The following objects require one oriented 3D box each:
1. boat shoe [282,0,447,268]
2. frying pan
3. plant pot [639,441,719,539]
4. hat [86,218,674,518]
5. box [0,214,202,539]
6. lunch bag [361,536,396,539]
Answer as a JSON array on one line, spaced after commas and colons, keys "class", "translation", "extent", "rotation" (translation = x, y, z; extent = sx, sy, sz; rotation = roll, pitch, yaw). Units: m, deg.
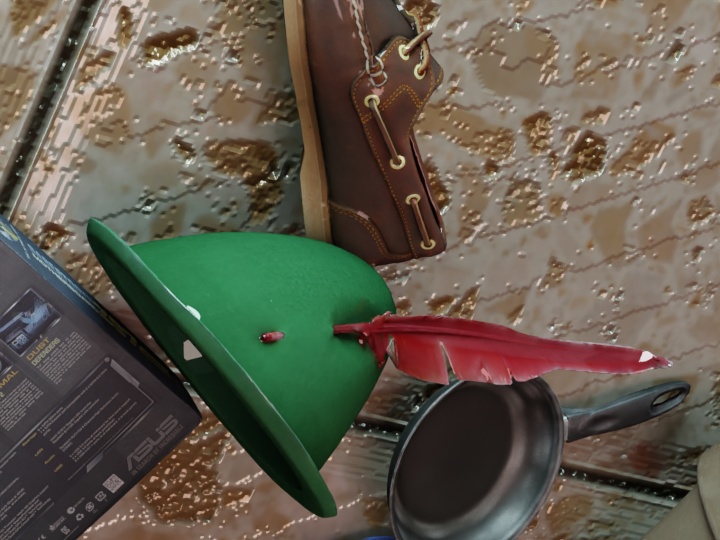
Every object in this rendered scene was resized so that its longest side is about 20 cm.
[{"class": "boat shoe", "translation": [0.003, -0.088, 1.132], "extent": [0.070, 0.070, 0.200], "rotation": [-1, 130, 8]}, {"class": "frying pan", "translation": [0.084, 0.077, 1.298], "extent": [0.190, 0.031, 0.115], "rotation": [-40, 130, -19]}, {"class": "plant pot", "translation": [0.197, 0.206, 1.345], "extent": [0.174, 0.200, 0.200], "rotation": [-34, 129, 15]}, {"class": "hat", "translation": [0.000, 0.000, 1.138], "extent": [0.176, 0.166, 0.200], "rotation": [-40, 136, -9]}, {"class": "box", "translation": [-0.196, 0.082, 1.143], "extent": [0.200, 0.051, 0.158], "rotation": [-44, 127, 2]}, {"class": "lunch bag", "translation": [-0.011, 0.245, 1.316], "extent": [0.160, 0.076, 0.200], "rotation": [-21, 123, -19]}]
